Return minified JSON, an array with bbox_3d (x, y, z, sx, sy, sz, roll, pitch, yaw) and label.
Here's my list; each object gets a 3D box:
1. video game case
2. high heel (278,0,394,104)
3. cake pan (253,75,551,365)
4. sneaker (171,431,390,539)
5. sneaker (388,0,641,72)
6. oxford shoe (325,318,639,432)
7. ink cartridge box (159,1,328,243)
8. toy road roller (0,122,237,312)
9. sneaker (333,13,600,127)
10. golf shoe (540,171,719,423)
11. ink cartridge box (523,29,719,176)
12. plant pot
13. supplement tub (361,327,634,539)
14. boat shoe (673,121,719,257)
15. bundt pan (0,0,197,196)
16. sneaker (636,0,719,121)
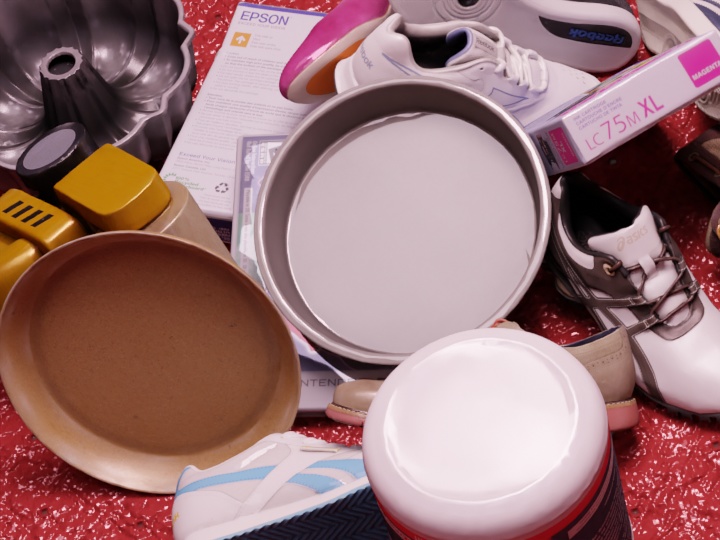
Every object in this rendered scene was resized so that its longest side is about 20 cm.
[{"bbox_3d":[0.000,0.000,1.571,0.182,0.023,0.200,-2,71,13],"label":"video game case"},{"bbox_3d":[-0.012,-0.196,1.677,0.096,0.067,0.200,36,61,21],"label":"high heel"},{"bbox_3d":[0.030,-0.030,1.542,0.200,0.037,0.200,-4,72,12],"label":"cake pan"},{"bbox_3d":[-0.024,0.137,1.479,0.200,0.077,0.081,-14,47,1],"label":"sneaker"},{"bbox_3d":[0.100,-0.209,1.678,0.200,0.073,0.112,14,39,-24],"label":"sneaker"},{"bbox_3d":[0.076,0.068,1.481,0.200,0.070,0.075,-2,94,-8],"label":"oxford shoe"},{"bbox_3d":[-0.028,-0.099,1.681,0.199,0.041,0.200,10,56,18],"label":"ink cartridge box"},{"bbox_3d":[-0.187,0.002,1.567,0.146,0.123,0.200,-43,33,-17],"label":"toy road roller"},{"bbox_3d":[0.085,-0.130,1.614,0.200,0.087,0.075,4,58,-24],"label":"sneaker"},{"bbox_3d":[0.184,0.016,1.501,0.078,0.095,0.200,-38,62,-17],"label":"golf shoe"},{"bbox_3d":[0.166,-0.105,1.553,0.119,0.200,0.042,-30,91,-9],"label":"ink cartridge box"},{"bbox_3d":[-0.134,0.056,1.502,0.200,0.200,0.027,-3,30,12],"label":"plant pot"},{"bbox_3d":[0.085,0.141,1.366,0.140,0.200,0.140,-7,52,9],"label":"supplement tub"},{"bbox_3d":[0.263,-0.026,1.538,0.072,0.072,0.200,-26,47,3],"label":"boat shoe"},{"bbox_3d":[-0.211,-0.129,1.729,0.202,0.076,0.202,-7,51,9],"label":"bundt pan"},{"bbox_3d":[0.256,-0.167,1.614,0.084,0.075,0.200,-16,30,-4],"label":"sneaker"}]
